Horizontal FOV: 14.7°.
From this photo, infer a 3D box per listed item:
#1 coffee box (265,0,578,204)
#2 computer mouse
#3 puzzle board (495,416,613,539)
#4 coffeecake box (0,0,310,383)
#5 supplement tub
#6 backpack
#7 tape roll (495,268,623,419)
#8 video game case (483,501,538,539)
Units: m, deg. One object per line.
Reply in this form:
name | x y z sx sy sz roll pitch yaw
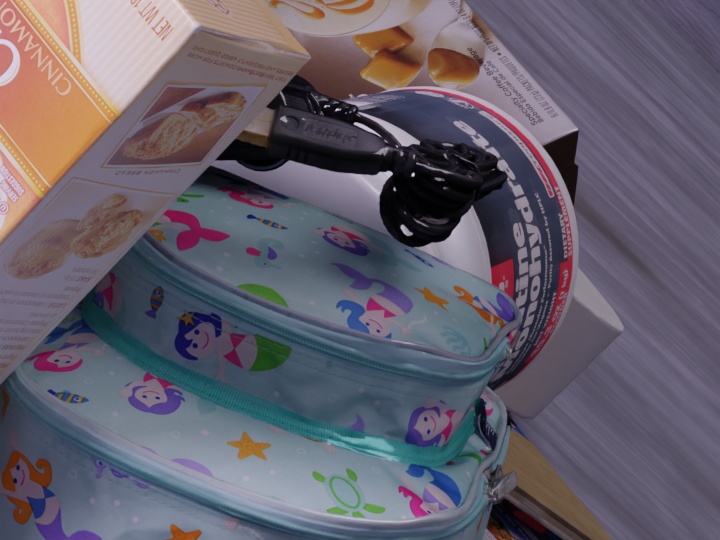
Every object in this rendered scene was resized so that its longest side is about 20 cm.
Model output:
coffee box | 0.002 -0.085 1.341 0.200 0.114 0.080 52 -24 32
computer mouse | -0.050 -0.049 0.928 0.199 0.046 0.140 22 8 0
puzzle board | 0.052 0.076 1.347 0.151 0.017 0.200 50 7 36
coffeecake box | -0.140 -0.052 0.840 0.154 0.200 0.073 51 18 20
supplement tub | 0.000 0.000 1.139 0.140 0.140 0.200 48 20 8
backpack | -0.039 0.058 0.928 0.177 0.151 0.200 23 22 5
tape roll | 0.045 -0.015 1.466 0.202 0.071 0.202 45 7 -8
video game case | 0.021 0.107 1.224 0.143 0.018 0.200 47 15 5
